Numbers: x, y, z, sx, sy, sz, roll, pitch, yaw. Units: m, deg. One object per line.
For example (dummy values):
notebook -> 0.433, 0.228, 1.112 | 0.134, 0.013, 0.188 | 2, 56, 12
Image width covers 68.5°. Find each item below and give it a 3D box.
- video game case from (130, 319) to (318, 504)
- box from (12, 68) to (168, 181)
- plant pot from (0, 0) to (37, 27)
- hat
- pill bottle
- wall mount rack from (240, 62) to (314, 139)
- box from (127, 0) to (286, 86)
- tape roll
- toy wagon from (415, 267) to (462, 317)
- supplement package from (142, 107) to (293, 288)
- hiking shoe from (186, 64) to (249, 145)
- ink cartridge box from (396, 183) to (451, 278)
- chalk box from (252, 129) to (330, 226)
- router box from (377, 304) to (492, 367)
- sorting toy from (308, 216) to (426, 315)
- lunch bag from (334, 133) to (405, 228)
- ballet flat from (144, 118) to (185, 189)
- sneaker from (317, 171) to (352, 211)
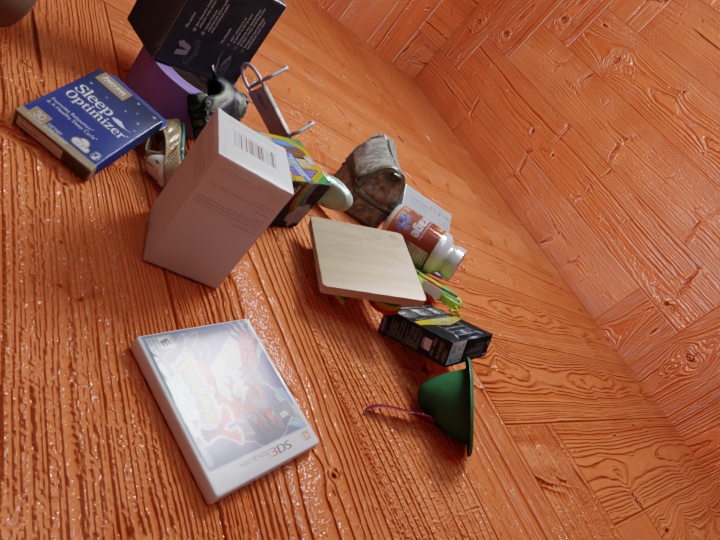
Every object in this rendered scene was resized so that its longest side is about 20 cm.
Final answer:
video game case -> -0.157, 0.154, 0.645 | 0.201, 0.023, 0.181 | 55, 26, 18
box -> -0.383, -0.227, 0.783 | 0.121, 0.032, 0.201 | 40, 41, -11
plant pot -> -0.559, -0.452, 0.747 | 0.174, 0.199, 0.202 | 36, 21, -58
hat -> 0.108, 0.233, 0.935 | 0.167, 0.173, 0.202 | -83, 169, -45
pill bottle -> 0.152, -0.065, 1.281 | 0.199, 0.113, 0.112 | 33, 23, 11
wall mount rack -> -0.178, -0.333, 1.086 | 0.074, 0.173, 0.202 | -39, 115, -26
box -> -0.280, -0.475, 0.974 | 0.118, 0.197, 0.199 | 54, 26, 18
tape roll -> -0.341, -0.354, 1.031 | 0.199, 0.085, 0.201 | 36, 28, -22
toy wagon -> 0.171, 0.046, 1.217 | 0.154, 0.040, 0.200 | 26, 7, -36
supplement package -> -0.199, -0.094, 0.734 | 0.116, 0.200, 0.118 | 26, 32, -35
hiking shoe -> -0.274, -0.256, 0.925 | 0.101, 0.075, 0.202 | 39, 56, -43
ink cartridge box -> 0.162, -0.102, 1.438 | 0.195, 0.043, 0.203 | 28, 65, -35
chalk box -> -0.174, -0.166, 0.966 | 0.125, 0.125, 0.199 | 54, 25, 16
router box -> 0.152, 0.124, 1.051 | 0.156, 0.053, 0.199 | 25, 13, 33
sorting toy -> 0.000, 0.000, 1.001 | 0.197, 0.070, 0.200 | 10, 38, -21
lunch bag -> 0.034, -0.236, 1.338 | 0.139, 0.168, 0.201 | 31, 28, -28
ballet flat -> -0.315, -0.178, 0.859 | 0.064, 0.071, 0.201 | -1, 43, -21
sneaker -> -0.111, -0.182, 1.143 | 0.199, 0.074, 0.118 | 33, 20, -5
